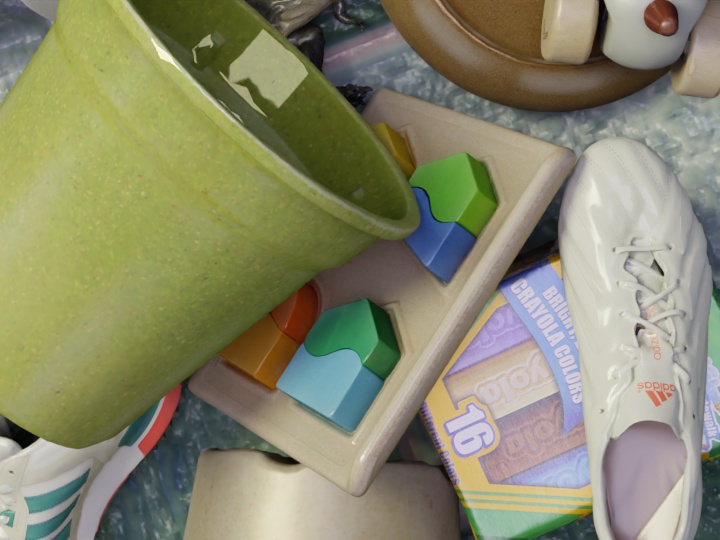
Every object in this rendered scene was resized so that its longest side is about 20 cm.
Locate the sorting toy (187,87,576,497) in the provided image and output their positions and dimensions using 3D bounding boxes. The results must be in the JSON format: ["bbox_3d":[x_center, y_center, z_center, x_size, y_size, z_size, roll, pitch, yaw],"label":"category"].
[{"bbox_3d":[0.000,0.000,1.083,0.036,0.200,0.186,35,84,-29],"label":"sorting toy"}]

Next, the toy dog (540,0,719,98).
[{"bbox_3d":[0.143,-0.178,1.074,0.131,0.096,0.202,-12,95,-6],"label":"toy dog"}]

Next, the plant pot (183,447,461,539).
[{"bbox_3d":[-0.021,0.185,1.127,0.199,0.200,0.185,4,84,6],"label":"plant pot"}]

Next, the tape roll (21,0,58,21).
[{"bbox_3d":[-0.080,-0.188,1.063,0.202,0.203,0.037,-28,68,7],"label":"tape roll"}]

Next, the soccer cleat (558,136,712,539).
[{"bbox_3d":[0.128,0.040,1.018,0.069,0.078,0.202,-4,94,7],"label":"soccer cleat"}]

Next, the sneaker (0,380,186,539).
[{"bbox_3d":[-0.173,0.109,1.159,0.093,0.070,0.201,21,105,-40],"label":"sneaker"}]

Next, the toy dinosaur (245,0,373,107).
[{"bbox_3d":[-0.048,-0.116,1.164,0.199,0.047,0.089,-25,75,6],"label":"toy dinosaur"}]

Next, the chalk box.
[{"bbox_3d":[0.130,0.039,1.119,0.199,0.124,0.125,-24,92,9],"label":"chalk box"}]

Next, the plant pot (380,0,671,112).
[{"bbox_3d":[0.099,-0.180,1.131,0.198,0.027,0.202,-1,95,-7],"label":"plant pot"}]

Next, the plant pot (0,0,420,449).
[{"bbox_3d":[-0.106,-0.025,1.032,0.200,0.200,0.184,44,103,1],"label":"plant pot"}]
